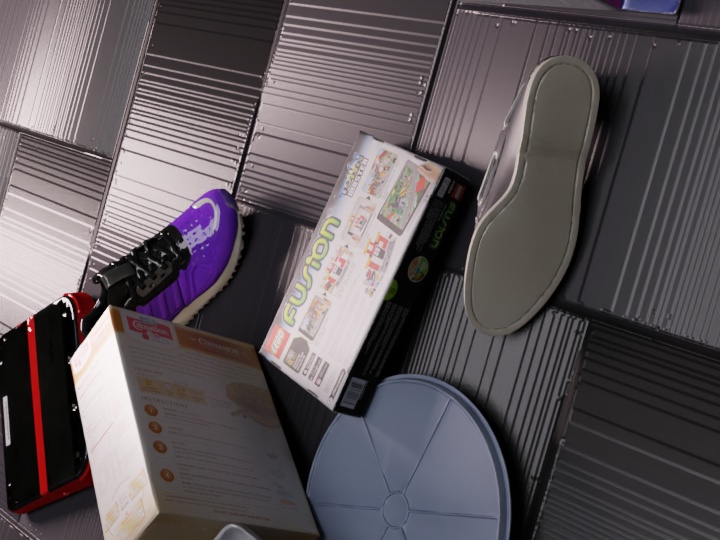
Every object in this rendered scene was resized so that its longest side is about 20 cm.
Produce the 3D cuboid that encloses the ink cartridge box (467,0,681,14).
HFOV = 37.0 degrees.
[{"bbox_3d":[0.161,-0.294,0.783,0.198,0.043,0.200,16,92,43],"label":"ink cartridge box"}]

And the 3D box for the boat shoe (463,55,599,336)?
[{"bbox_3d":[0.121,-0.053,0.774,0.063,0.071,0.203,-107,32,-79],"label":"boat shoe"}]

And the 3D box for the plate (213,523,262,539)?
[{"bbox_3d":[-0.065,0.305,0.810,0.199,0.032,0.201,40,119,5],"label":"plate"}]

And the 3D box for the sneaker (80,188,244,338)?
[{"bbox_3d":[-0.189,0.005,0.986,0.201,0.099,0.070,-51,56,22],"label":"sneaker"}]

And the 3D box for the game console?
[{"bbox_3d":[-0.326,0.138,1.132,0.176,0.031,0.203,-28,64,39],"label":"game console"}]

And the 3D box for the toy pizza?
[{"bbox_3d":[0.035,0.180,0.805,0.198,0.031,0.204,-14,69,40],"label":"toy pizza"}]

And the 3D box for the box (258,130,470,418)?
[{"bbox_3d":[0.000,0.000,0.849,0.110,0.034,0.203,30,97,47],"label":"box"}]

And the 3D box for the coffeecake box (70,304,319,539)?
[{"bbox_3d":[-0.136,0.139,0.860,0.073,0.152,0.202,-48,45,25],"label":"coffeecake box"}]
